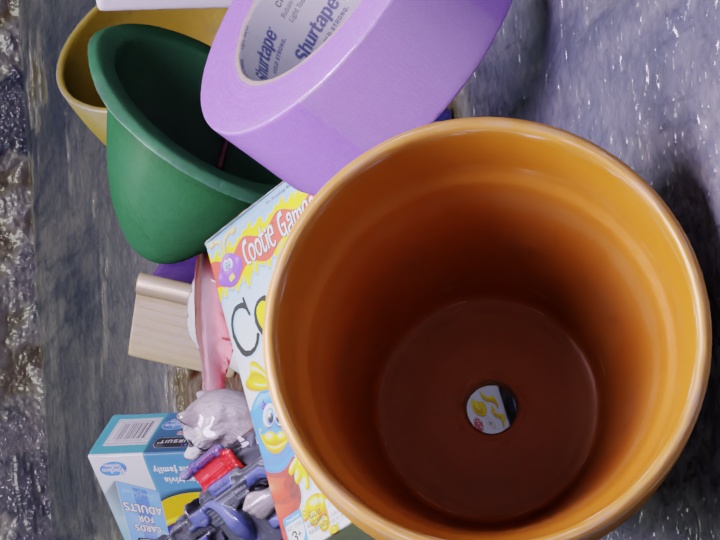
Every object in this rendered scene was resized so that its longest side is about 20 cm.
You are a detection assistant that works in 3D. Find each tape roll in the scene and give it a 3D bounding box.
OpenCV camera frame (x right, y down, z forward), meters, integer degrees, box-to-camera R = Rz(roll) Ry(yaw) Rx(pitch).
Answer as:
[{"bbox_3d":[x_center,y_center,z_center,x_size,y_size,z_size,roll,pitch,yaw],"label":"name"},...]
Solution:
[{"bbox_3d":[0.000,-0.142,1.457,0.200,0.066,0.201,-40,28,27],"label":"tape roll"}]

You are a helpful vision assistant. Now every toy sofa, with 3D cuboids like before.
[{"bbox_3d":[-0.106,-0.007,1.949,0.200,0.082,0.098,-66,-12,-67],"label":"toy sofa"}]

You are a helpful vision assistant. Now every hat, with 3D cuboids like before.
[{"bbox_3d":[-0.131,-0.026,1.646,0.176,0.165,0.200,-55,37,25],"label":"hat"}]

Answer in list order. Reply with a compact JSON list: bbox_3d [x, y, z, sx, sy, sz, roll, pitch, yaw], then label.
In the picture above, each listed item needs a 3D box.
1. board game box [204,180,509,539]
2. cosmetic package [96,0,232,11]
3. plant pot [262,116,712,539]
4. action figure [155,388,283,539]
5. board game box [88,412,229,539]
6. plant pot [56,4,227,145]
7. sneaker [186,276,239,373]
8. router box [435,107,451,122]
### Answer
[{"bbox_3d":[0.001,0.054,1.513,0.103,0.105,0.201,-35,62,40],"label":"board game box"},{"bbox_3d":[-0.066,-0.223,1.650,0.071,0.199,0.102,-108,21,-46],"label":"cosmetic package"},{"bbox_3d":[0.060,0.049,1.260,0.183,0.199,0.201,79,-175,-76],"label":"plant pot"},{"bbox_3d":[-0.046,0.150,1.630,0.200,0.194,0.105,-26,20,49],"label":"action figure"},{"bbox_3d":[-0.073,0.184,1.739,0.047,0.150,0.201,-58,-43,-49],"label":"board game box"},{"bbox_3d":[-0.094,-0.121,1.874,0.142,0.199,0.200,62,-178,-34],"label":"plant pot"},{"bbox_3d":[-0.069,-0.021,1.779,0.087,0.074,0.201,-140,45,-56],"label":"sneaker"},{"bbox_3d":[0.000,0.000,1.673,0.179,0.049,0.201,-175,82,-65],"label":"router box"}]
